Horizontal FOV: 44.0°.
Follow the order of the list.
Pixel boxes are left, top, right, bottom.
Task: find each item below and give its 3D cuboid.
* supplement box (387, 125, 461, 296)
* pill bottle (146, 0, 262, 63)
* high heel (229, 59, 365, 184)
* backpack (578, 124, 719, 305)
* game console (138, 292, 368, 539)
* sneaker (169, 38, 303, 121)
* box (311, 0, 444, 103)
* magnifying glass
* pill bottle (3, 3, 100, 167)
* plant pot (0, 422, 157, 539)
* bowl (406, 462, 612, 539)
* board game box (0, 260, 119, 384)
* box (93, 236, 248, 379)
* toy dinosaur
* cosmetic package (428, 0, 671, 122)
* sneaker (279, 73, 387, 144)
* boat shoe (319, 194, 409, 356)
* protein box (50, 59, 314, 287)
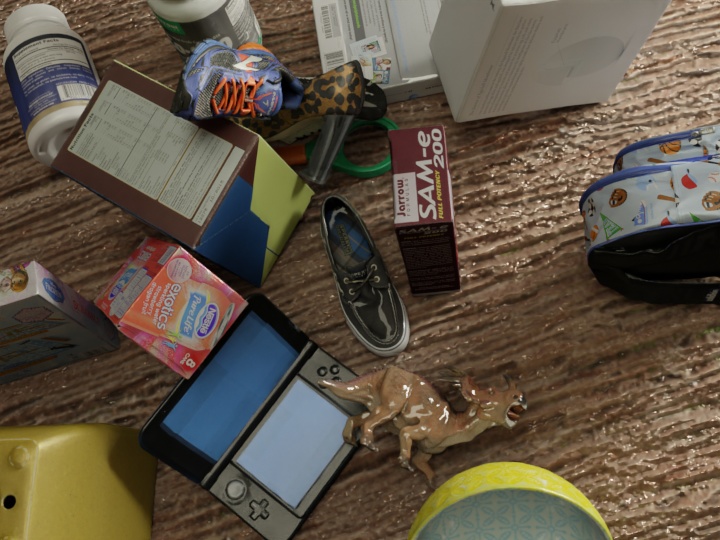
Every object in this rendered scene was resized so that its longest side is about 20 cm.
[{"bbox_3d":[0.070,-0.057,0.947,0.061,0.200,0.109,-6,69,7],"label":"supplement box"},{"bbox_3d":[-0.198,-0.331,1.095,0.113,0.200,0.114,-3,69,9],"label":"pill bottle"},{"bbox_3d":[-0.090,-0.206,1.006,0.200,0.071,0.143,32,115,13],"label":"high heel"},{"bbox_3d":[0.323,-0.055,0.918,0.190,0.200,0.155,-13,63,12],"label":"backpack"},{"bbox_3d":[-0.097,0.158,0.937,0.170,0.118,0.200,34,79,17],"label":"game console"},{"bbox_3d":[-0.117,-0.184,0.888,0.078,0.200,0.076,29,119,12],"label":"sneaker"},{"bbox_3d":[0.047,-0.291,1.125,0.199,0.041,0.157,-12,69,6],"label":"box"},{"bbox_3d":[-0.046,-0.146,1.099,0.199,0.022,0.080,-6,68,6],"label":"magnifying glass"},{"bbox_3d":[-0.392,-0.240,1.142,0.111,0.111,0.201,-25,67,0],"label":"pill bottle"},{"bbox_3d":[-0.339,0.244,0.904,0.193,0.200,0.196,-3,68,8],"label":"plant pot"},{"bbox_3d":[0.139,0.254,0.857,0.199,0.201,0.108,-7,26,7],"label":"bowl"},{"bbox_3d":[-0.399,0.070,0.980,0.199,0.200,0.041,-17,67,2],"label":"board game box"},{"bbox_3d":[-0.210,0.035,0.956,0.095,0.200,0.103,42,78,-20],"label":"box"},{"bbox_3d":[0.059,0.139,0.928,0.199,0.086,0.136,27,75,8],"label":"toy dinosaur"},{"bbox_3d":[0.201,-0.280,0.983,0.199,0.200,0.123,-11,67,-14],"label":"cosmetic package"},{"bbox_3d":[-0.059,-0.193,1.072,0.199,0.080,0.074,10,27,25],"label":"sneaker"},{"bbox_3d":[0.000,0.000,1.010,0.070,0.066,0.201,-19,68,2],"label":"boat shoe"},{"bbox_3d":[-0.191,-0.101,1.001,0.199,0.199,0.135,29,86,18],"label":"protein box"}]
